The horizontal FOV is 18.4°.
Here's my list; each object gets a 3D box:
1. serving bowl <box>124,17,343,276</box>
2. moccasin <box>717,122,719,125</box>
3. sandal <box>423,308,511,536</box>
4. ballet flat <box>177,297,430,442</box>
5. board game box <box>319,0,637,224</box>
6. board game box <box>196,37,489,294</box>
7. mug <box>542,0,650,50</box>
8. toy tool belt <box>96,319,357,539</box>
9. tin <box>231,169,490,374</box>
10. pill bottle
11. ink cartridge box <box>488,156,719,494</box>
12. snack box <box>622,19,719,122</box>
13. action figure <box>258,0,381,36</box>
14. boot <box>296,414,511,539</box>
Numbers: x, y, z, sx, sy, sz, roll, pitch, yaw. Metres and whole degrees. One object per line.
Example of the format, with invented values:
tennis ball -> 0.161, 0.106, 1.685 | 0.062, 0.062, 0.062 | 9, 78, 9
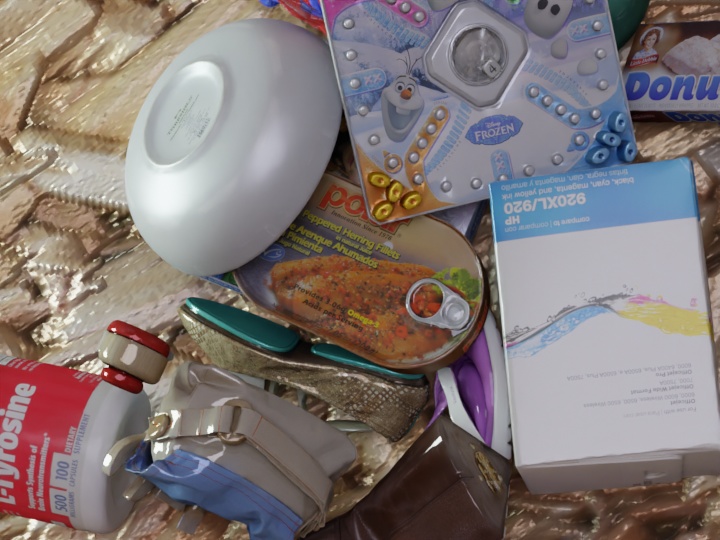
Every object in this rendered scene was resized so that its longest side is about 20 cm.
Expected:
serving bowl -> -0.105, -0.100, 1.610 | 0.199, 0.066, 0.202 | -25, 51, 35
moccasin -> 0.339, -0.169, 1.598 | 0.199, 0.081, 0.069 | -25, 71, 3
sandal -> 0.072, 0.117, 1.577 | 0.049, 0.082, 0.205 | 2, 78, -22
ballet flat -> -0.048, 0.077, 1.621 | 0.198, 0.070, 0.066 | 18, 105, 17
board game box -> 0.082, -0.150, 1.545 | 0.198, 0.026, 0.202 | -13, 99, -5
board game box -> -0.008, -0.058, 1.652 | 0.198, 0.041, 0.202 | 20, 83, 13
mug -> 0.142, -0.247, 1.628 | 0.151, 0.114, 0.187 | 8, 80, 11
toy tool belt -> -0.110, 0.131, 1.538 | 0.199, 0.125, 0.124 | 28, 80, -20
tin -> 0.000, 0.000, 1.589 | 0.199, 0.042, 0.113 | 25, 88, 21
pill bottle -> -0.261, 0.119, 1.622 | 0.198, 0.112, 0.113 | 10, 80, 12
ink cartridge box -> 0.173, 0.044, 1.546 | 0.143, 0.147, 0.202 | -7, 77, 8
snack box -> 0.264, -0.141, 1.569 | 0.199, 0.024, 0.072 | 5, 72, 52
action figure -> -0.057, -0.221, 1.614 | 0.066, 0.099, 0.200 | -56, 39, -3
boot -> 0.044, 0.223, 1.537 | 0.200, 0.064, 0.187 | -39, 71, 24
